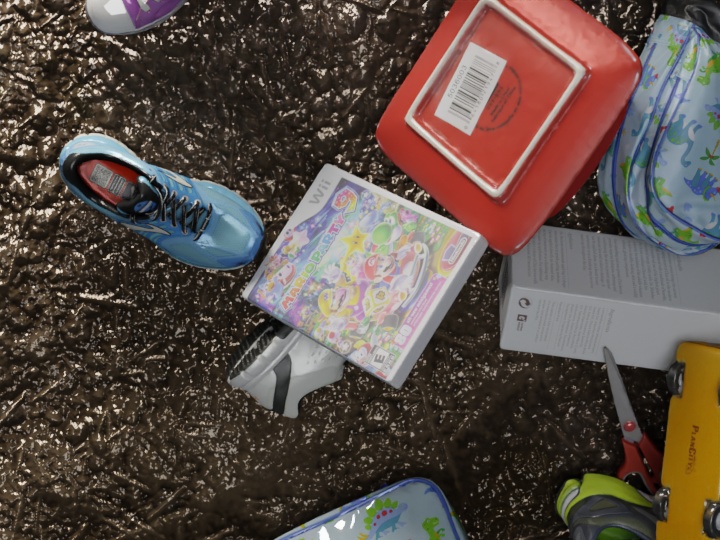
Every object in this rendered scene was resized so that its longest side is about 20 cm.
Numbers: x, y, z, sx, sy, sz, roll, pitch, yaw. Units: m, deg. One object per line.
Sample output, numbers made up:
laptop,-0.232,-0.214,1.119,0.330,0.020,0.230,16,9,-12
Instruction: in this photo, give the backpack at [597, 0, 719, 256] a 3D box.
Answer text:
backpack,0.289,-0.113,1.367,0.162,0.154,0.201,30,103,-26

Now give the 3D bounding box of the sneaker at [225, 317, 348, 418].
sneaker,-0.028,0.048,1.432,0.200,0.074,0.080,-43,109,9

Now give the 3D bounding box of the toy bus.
toy bus,0.299,0.163,1.347,0.078,0.065,0.203,1,97,-41

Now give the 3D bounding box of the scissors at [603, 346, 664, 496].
scissors,0.237,0.149,1.419,0.073,0.014,0.200,-27,123,20

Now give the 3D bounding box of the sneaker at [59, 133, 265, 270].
sneaker,-0.179,-0.053,1.400,0.198,0.090,0.079,23,97,-4

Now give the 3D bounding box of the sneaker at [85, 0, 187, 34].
sneaker,-0.155,-0.269,1.363,0.199,0.114,0.073,-32,98,5

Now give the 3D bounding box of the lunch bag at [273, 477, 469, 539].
lunch bag,0.010,0.285,1.419,0.198,0.083,0.162,-25,59,1

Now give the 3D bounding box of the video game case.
video game case,0.000,0.000,1.362,0.018,0.199,0.144,38,82,-47

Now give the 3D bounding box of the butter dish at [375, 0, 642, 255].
butter dish,0.148,-0.132,1.370,0.199,0.147,0.201,43,107,33

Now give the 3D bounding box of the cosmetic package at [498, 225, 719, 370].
cosmetic package,0.223,0.024,1.397,0.198,0.102,0.072,8,127,0

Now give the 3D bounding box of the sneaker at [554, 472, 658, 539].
sneaker,0.272,0.246,1.430,0.198,0.081,0.075,11,122,-6
